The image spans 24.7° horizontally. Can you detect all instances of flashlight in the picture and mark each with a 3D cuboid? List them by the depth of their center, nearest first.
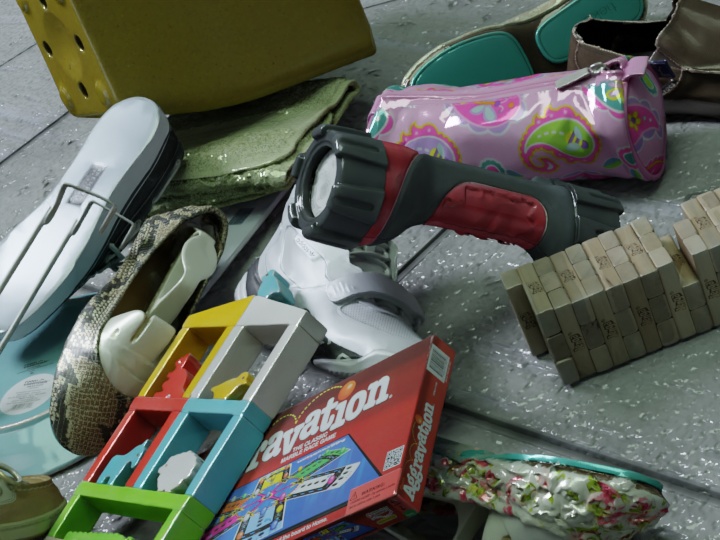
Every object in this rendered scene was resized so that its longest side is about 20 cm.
[{"bbox_3d":[0.060,-0.031,0.938,0.200,0.068,0.068,13,11,-26],"label":"flashlight"}]

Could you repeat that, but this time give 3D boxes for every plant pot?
[{"bbox_3d":[-0.145,-0.210,1.250,0.200,0.194,0.195,-30,17,-23],"label":"plant pot"}]

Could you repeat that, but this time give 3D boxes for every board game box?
[{"bbox_3d":[-0.037,0.110,0.845,0.200,0.019,0.103,-30,29,37],"label":"board game box"}]

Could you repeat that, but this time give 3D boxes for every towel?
[{"bbox_3d":[-0.106,-0.091,1.235,0.200,0.037,0.148,-9,29,32],"label":"towel"}]

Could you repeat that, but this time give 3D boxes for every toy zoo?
[{"bbox_3d":[-0.094,0.084,0.926,0.131,0.020,0.200,-5,47,54],"label":"toy zoo"}]

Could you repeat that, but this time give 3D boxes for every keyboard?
[{"bbox_3d":[-0.092,-0.037,1.182,0.056,0.011,0.200,2,36,26],"label":"keyboard"}]

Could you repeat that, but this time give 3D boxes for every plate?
[{"bbox_3d":[-0.215,0.069,1.098,0.200,0.026,0.200,-16,32,10],"label":"plate"}]

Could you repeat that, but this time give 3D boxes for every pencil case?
[{"bbox_3d":[0.103,-0.094,1.082,0.200,0.088,0.087,-5,36,29],"label":"pencil case"}]

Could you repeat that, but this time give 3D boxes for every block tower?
[{"bbox_3d":[0.184,-0.002,0.921,0.200,0.054,0.058,-22,31,4],"label":"block tower"}]

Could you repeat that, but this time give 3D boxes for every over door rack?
[{"bbox_3d":[-0.229,0.021,0.994,0.200,0.067,0.148,-48,1,-3],"label":"over door rack"}]

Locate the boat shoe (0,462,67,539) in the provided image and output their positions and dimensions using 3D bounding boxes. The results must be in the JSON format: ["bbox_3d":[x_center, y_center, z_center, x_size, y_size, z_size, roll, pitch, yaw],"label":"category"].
[{"bbox_3d":[-0.245,0.122,0.910,0.073,0.063,0.201,-3,-4,43],"label":"boat shoe"}]

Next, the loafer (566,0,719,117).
[{"bbox_3d":[0.225,-0.144,1.090,0.200,0.071,0.073,-6,36,26],"label":"loafer"}]

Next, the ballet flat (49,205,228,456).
[{"bbox_3d":[-0.133,0.027,1.035,0.075,0.068,0.200,-26,29,39],"label":"ballet flat"}]

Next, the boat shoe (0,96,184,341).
[{"bbox_3d":[-0.190,-0.026,1.143,0.074,0.068,0.199,13,63,31],"label":"boat shoe"}]

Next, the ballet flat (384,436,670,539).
[{"bbox_3d":[0.063,0.119,0.823,0.200,0.076,0.064,6,73,45],"label":"ballet flat"}]

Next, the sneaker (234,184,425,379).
[{"bbox_3d":[0.000,0.000,0.973,0.200,0.075,0.115,29,96,56],"label":"sneaker"}]

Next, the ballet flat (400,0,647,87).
[{"bbox_3d":[0.119,-0.155,1.201,0.200,0.068,0.062,-24,4,-8],"label":"ballet flat"}]
